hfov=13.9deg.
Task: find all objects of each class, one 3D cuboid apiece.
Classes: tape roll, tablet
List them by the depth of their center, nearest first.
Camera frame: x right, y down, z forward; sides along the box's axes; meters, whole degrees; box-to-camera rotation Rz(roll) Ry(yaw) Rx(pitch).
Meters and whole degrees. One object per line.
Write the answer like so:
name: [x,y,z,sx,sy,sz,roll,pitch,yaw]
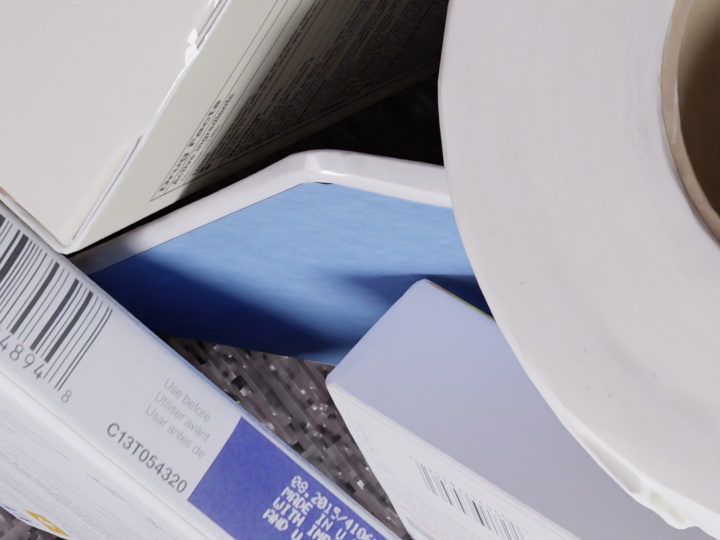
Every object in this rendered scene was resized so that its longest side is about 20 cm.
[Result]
tape roll: [0.119,-0.033,0.624,0.202,0.071,0.203,-3,79,14]
tablet: [0.000,0.000,0.774,0.200,0.130,0.014,-21,62,61]

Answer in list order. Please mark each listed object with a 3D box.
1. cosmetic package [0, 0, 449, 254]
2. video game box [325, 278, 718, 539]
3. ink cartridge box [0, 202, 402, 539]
cosmetic package: [-0.024,-0.087,0.752,0.071,0.200,0.105,41,119,11]
video game box: [0.098,0.107,0.752,0.200,0.047,0.182,31,158,35]
ink cartridge box: [-0.103,0.025,0.814,0.196,0.043,0.200,42,166,-33]
